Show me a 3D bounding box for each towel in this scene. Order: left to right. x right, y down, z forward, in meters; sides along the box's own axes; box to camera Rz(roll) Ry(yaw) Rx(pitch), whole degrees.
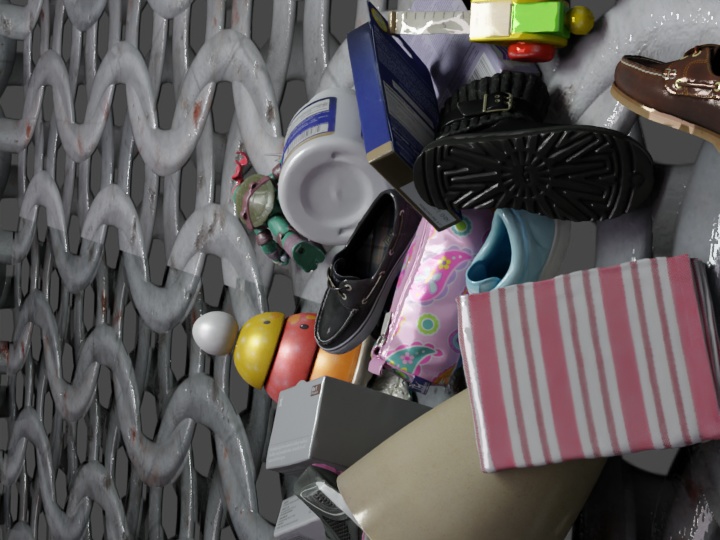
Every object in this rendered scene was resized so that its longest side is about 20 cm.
[{"bbox_3d":[0.179,0.074,1.079,0.030,0.199,0.147,37,-136,-69],"label":"towel"}]

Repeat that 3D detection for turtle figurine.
[{"bbox_3d":[-0.102,-0.076,1.705,0.200,0.100,0.151,31,116,53],"label":"turtle figurine"}]

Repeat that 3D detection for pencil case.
[{"bbox_3d":[0.074,0.013,1.317,0.087,0.087,0.201,23,93,61],"label":"pencil case"}]

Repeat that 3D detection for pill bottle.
[{"bbox_3d":[-0.023,-0.120,1.475,0.200,0.119,0.120,-88,12,-63],"label":"pill bottle"}]

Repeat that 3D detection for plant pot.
[{"bbox_3d":[0.114,0.171,1.161,0.200,0.187,0.187,-46,38,5],"label":"plant pot"}]

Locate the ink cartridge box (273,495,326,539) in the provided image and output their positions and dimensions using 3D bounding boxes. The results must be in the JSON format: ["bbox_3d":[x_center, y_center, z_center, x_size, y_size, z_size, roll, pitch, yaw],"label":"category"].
[{"bbox_3d":[0.023,0.260,1.357,0.200,0.173,0.044,140,149,-65],"label":"ink cartridge box"}]

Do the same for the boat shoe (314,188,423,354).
[{"bbox_3d":[0.000,0.000,1.378,0.200,0.066,0.070,-54,53,24],"label":"boat shoe"}]

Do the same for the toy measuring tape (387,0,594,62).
[{"bbox_3d":[0.123,-0.222,1.257,0.199,0.073,0.074,4,93,33],"label":"toy measuring tape"}]

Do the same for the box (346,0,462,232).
[{"bbox_3d":[0.038,-0.144,1.275,0.032,0.121,0.201,-26,48,22],"label":"box"}]

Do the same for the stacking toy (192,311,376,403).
[{"bbox_3d":[-0.089,0.093,1.522,0.146,0.199,0.147,-163,90,-83],"label":"stacking toy"}]

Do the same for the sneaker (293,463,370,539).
[{"bbox_3d":[0.008,0.262,1.214,0.086,0.200,0.080,-43,7,2],"label":"sneaker"}]

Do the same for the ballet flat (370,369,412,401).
[{"bbox_3d":[0.020,0.201,1.481,0.072,0.071,0.201,-11,78,62],"label":"ballet flat"}]

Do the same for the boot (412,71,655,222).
[{"bbox_3d":[0.156,-0.113,1.203,0.158,0.210,0.080,-56,-33,-58],"label":"boot"}]

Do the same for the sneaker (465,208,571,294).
[{"bbox_3d":[0.124,0.023,1.269,0.074,0.082,0.201,46,129,55],"label":"sneaker"}]

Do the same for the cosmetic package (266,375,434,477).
[{"bbox_3d":[0.022,0.170,1.323,0.107,0.199,0.091,-28,50,61],"label":"cosmetic package"}]

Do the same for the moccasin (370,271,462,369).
[{"bbox_3d":[0.032,0.043,1.431,0.068,0.081,0.200,-40,39,3],"label":"moccasin"}]

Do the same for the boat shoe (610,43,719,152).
[{"bbox_3d":[0.263,-0.131,1.020,0.200,0.070,0.071,36,127,48],"label":"boat shoe"}]

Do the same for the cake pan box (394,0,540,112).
[{"bbox_3d":[0.089,-0.187,1.383,0.200,0.052,0.185,-64,38,39],"label":"cake pan box"}]
